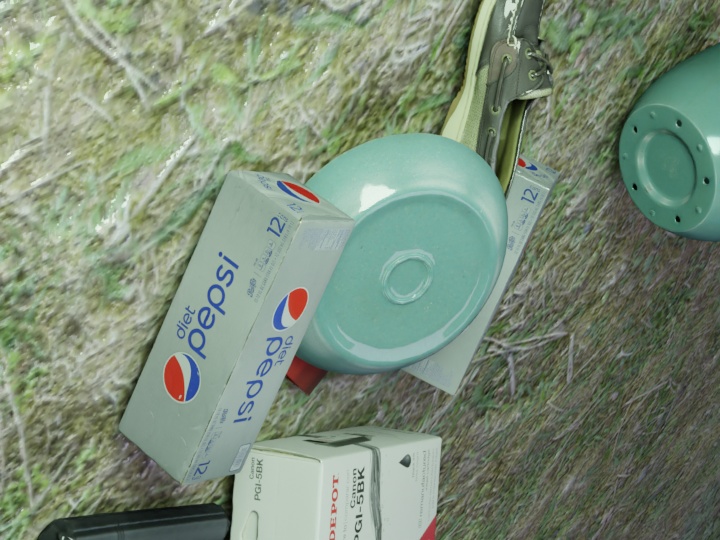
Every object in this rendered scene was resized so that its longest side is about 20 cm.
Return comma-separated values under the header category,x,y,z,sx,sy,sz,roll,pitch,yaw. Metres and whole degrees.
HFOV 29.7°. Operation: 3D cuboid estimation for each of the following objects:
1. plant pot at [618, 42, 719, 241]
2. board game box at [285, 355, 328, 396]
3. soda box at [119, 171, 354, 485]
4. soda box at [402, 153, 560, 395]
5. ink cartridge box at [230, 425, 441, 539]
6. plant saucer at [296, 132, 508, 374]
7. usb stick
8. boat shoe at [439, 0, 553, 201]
category,x,y,z,sx,sy,sz,roll,pitch,yaw
plant pot,0.347,-0.119,1.305,0.160,0.201,0.201,-19,138,-30
board game box,0.000,0.000,1.054,0.200,0.019,0.103,-52,154,-8
soda box,-0.083,0.037,0.891,0.063,0.068,0.201,-2,122,-56
soda box,0.096,-0.001,1.139,0.201,0.063,0.068,-67,172,21
ink cartridge box,-0.017,0.213,1.136,0.200,0.083,0.148,1,93,-59
plant saucer,0.028,-0.001,0.986,0.199,0.036,0.201,-13,123,-20
usb stick,-0.165,0.200,0.993,0.200,0.033,0.056,11,110,-61
boat shoe,0.113,-0.143,1.012,0.072,0.066,0.202,-16,128,-60
